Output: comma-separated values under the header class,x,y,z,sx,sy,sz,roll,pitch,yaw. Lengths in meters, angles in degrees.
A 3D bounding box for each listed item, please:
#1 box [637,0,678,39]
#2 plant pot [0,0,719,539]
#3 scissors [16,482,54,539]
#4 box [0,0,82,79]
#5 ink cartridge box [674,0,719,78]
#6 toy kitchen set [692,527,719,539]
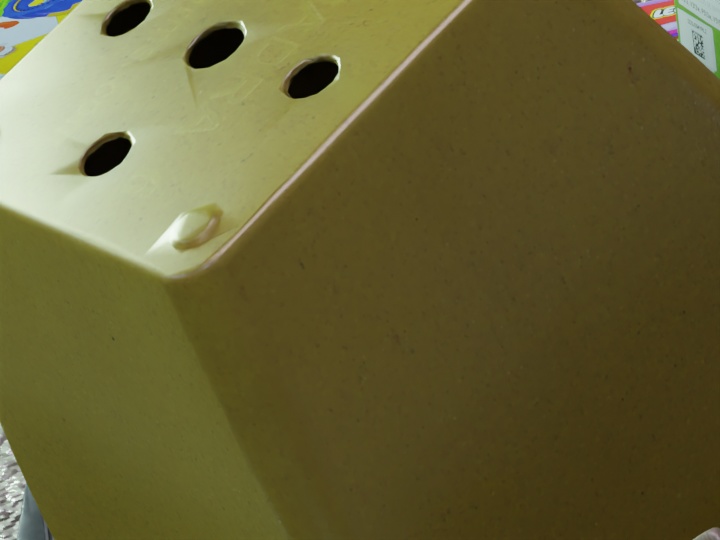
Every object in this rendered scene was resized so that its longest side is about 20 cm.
class,x,y,z,sx,sy,sz,roll,pitch,yaw
box,0.215,-0.085,1.103,0.200,0.039,0.137,-12,25,-3
plant pot,0.000,0.000,0.777,0.200,0.176,0.200,-46,37,-18
scissors,-0.094,0.110,0.849,0.073,0.014,0.200,-6,24,14
box,-0.087,-0.054,1.059,0.192,0.122,0.200,8,31,34
ink cartridge box,0.186,-0.173,1.017,0.148,0.200,0.076,-17,27,-14
toy kitchen set,0.135,0.150,0.630,0.200,0.180,0.163,-37,61,19
